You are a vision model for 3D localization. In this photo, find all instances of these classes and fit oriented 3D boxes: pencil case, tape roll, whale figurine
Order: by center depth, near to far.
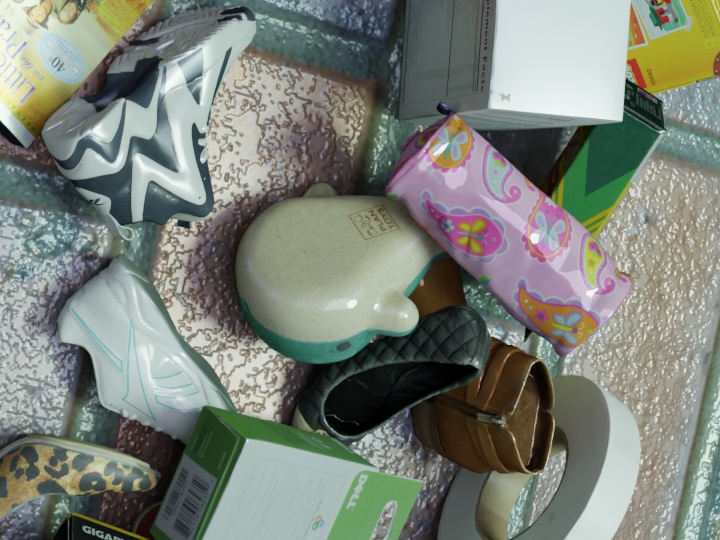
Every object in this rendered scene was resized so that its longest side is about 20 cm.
[{"bbox_3d":[0.107,-0.028,1.181,0.200,0.087,0.088,41,77,-3],"label":"pencil case"},{"bbox_3d":[0.000,0.000,1.235,0.198,0.159,0.104,-23,143,-20],"label":"whale figurine"},{"bbox_3d":[0.139,0.178,1.263,0.037,0.202,0.204,35,80,-22],"label":"tape roll"}]

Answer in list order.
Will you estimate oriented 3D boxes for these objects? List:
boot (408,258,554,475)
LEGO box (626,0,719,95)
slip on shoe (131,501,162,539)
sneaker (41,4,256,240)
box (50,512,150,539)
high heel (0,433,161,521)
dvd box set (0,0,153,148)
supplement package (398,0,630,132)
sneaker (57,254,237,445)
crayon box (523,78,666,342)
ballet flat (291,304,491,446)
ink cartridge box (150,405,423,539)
[{"bbox_3d":[0.091,0.061,1.257,0.073,0.154,0.202,-17,101,-26],"label":"boot"},{"bbox_3d":[0.228,-0.247,1.294,0.077,0.148,0.202,-38,110,-42],"label":"LEGO box"},{"bbox_3d":[-0.100,0.260,1.240,0.074,0.061,0.200,-45,111,-16],"label":"slip on shoe"},{"bbox_3d":[-0.137,-0.102,1.195,0.199,0.079,0.130,-50,133,-35],"label":"sneaker"},{"bbox_3d":[-0.163,0.279,1.181,0.199,0.050,0.160,24,117,-23],"label":"box"},{"bbox_3d":[-0.251,0.190,1.156,0.198,0.071,0.144,8,84,-8],"label":"high heel"},{"bbox_3d":[-0.228,-0.210,1.140,0.201,0.029,0.147,-52,126,-17],"label":"dvd box set"},{"bbox_3d":[0.114,-0.168,1.222,0.108,0.200,0.115,3,92,-18],"label":"supplement package"},{"bbox_3d":[-0.153,0.087,1.208,0.080,0.070,0.201,-35,105,-1],"label":"sneaker"},{"bbox_3d":[0.169,-0.052,1.273,0.050,0.127,0.201,30,109,-1],"label":"crayon box"},{"bbox_3d":[0.017,0.090,1.227,0.066,0.199,0.057,40,33,-23],"label":"ballet flat"},{"bbox_3d":[-0.053,0.177,1.204,0.199,0.059,0.105,20,97,-45],"label":"ink cartridge box"}]
